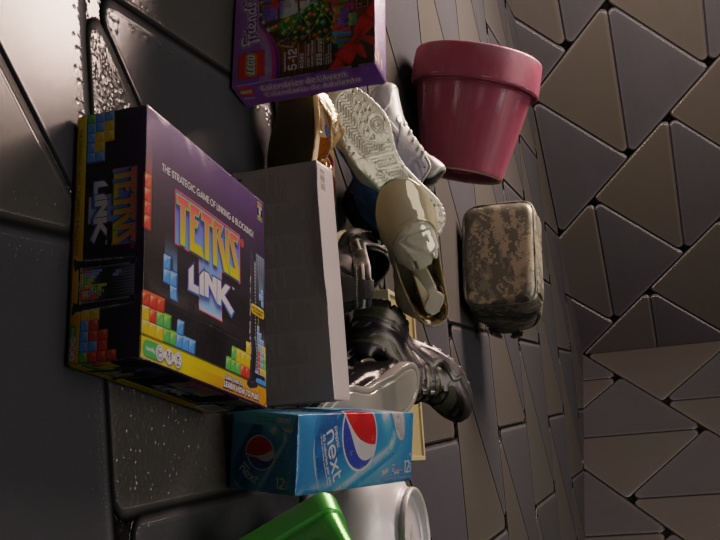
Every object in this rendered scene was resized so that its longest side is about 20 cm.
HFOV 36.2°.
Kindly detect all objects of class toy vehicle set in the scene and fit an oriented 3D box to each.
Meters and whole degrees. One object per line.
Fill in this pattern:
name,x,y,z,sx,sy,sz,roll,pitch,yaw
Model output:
toy vehicle set,0.045,0.132,1.350,0.124,0.026,0.204,30,54,-70

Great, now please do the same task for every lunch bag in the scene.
lunch bag,0.254,0.001,1.916,0.168,0.137,0.203,45,42,-63

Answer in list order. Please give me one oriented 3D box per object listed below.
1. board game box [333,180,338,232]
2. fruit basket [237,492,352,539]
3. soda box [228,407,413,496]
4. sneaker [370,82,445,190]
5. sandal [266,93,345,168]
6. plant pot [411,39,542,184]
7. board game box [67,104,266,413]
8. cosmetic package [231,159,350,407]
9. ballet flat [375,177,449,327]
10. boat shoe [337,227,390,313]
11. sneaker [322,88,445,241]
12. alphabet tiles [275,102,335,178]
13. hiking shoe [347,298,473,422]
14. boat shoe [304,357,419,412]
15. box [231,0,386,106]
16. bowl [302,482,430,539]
board game box,-0.044,0.003,1.102,0.105,0.023,0.204,12,74,-75
fruit basket,-0.050,0.268,0.847,0.216,0.154,0.218,48,-28,35
soda box,-0.028,0.151,0.944,0.199,0.067,0.065,10,81,-60
sneaker,0.058,-0.139,1.377,0.078,0.098,0.204,17,67,-72
sandal,-0.043,-0.149,1.048,0.069,0.077,0.215,12,64,-39
plant pot,0.164,-0.230,1.656,0.200,0.197,0.182,16,83,-72
board game box,-0.126,0.002,0.773,0.200,0.056,0.168,40,47,-67
cosmetic package,-0.060,0.014,0.951,0.051,0.081,0.204,22,63,-73
ballet flat,0.062,-0.012,1.178,0.202,0.068,0.070,74,18,-47
boat shoe,0.000,0.000,1.098,0.200,0.066,0.073,-50,132,-74
sneaker,0.003,-0.110,1.234,0.201,0.111,0.077,51,61,-19
alphabet tiles,-0.059,-0.185,1.165,0.166,0.006,0.204,34,51,-69
hiking shoe,0.048,0.126,1.249,0.200,0.075,0.102,43,55,-24
boat shoe,-0.012,0.133,1.094,0.199,0.059,0.075,-28,119,-54
box,-0.046,-0.255,1.010,0.039,0.134,0.203,50,36,-62
bowl,0.015,0.265,1.086,0.201,0.089,0.205,-7,90,-73
